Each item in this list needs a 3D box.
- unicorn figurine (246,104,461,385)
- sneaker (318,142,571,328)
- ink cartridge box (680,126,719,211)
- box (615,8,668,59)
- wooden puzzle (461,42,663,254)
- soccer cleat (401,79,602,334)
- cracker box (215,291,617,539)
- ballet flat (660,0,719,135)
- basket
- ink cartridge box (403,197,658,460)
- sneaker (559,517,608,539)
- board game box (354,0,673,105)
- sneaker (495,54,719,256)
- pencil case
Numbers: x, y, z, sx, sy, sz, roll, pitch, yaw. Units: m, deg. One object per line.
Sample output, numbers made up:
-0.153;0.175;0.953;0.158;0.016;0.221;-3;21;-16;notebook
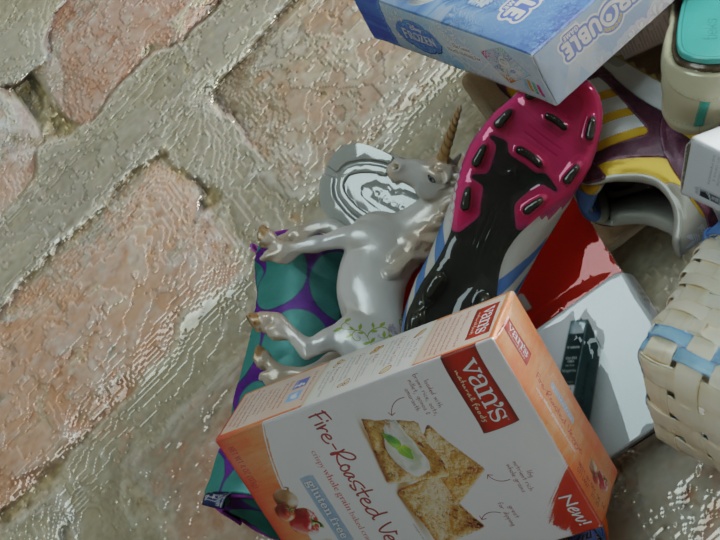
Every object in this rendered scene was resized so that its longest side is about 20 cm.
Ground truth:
0.000;0.000;1.098;0.136;0.074;0.202;1;84;12;unicorn figurine
0.067;-0.022;1.155;0.199;0.080;0.077;37;96;18;sneaker
0.316;-0.047;0.948;0.199;0.199;0.041;31;129;40;ink cartridge box
0.218;-0.230;1.136;0.199;0.036;0.145;-23;55;11;box
0.191;-0.124;1.144;0.199;0.046;0.186;-36;54;7;wooden puzzle
0.081;-0.029;1.041;0.069;0.086;0.201;29;92;4;soccer cleat
0.032;0.110;1.006;0.199;0.135;0.058;-23;19;28;cracker box
0.213;-0.154;1.035;0.069;0.070;0.201;-9;38;28;ballet flat
0.262;0.033;0.967;0.200;0.140;0.176;-44;49;-17;basket
0.090;0.060;1.079;0.199;0.044;0.174;-35;78;13;ink cartridge box
0.063;0.206;1.026;0.200;0.075;0.079;-39;13;12;sneaker
0.124;-0.201;1.065;0.200;0.044;0.199;-42;36;-14;board game box
0.145;-0.082;1.066;0.199;0.075;0.090;29;72;35;sneaker
-0.051;0.077;1.171;0.092;0.085;0.202;0;67;31;pencil case
